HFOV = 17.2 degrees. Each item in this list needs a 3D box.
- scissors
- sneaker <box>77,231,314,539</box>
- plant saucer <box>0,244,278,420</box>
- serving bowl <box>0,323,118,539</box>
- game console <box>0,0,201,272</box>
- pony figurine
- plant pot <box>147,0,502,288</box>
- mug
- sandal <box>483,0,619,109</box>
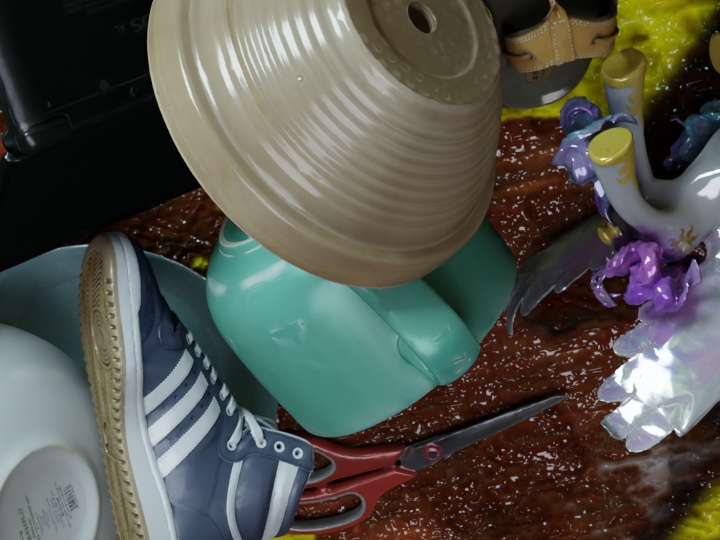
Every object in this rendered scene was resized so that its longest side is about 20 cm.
[{"bbox_3d":[0.034,0.117,1.438,0.199,0.014,0.073,-11,117,9],"label":"scissors"},{"bbox_3d":[-0.088,0.067,1.306,0.108,0.070,0.201,-13,107,-19],"label":"sneaker"},{"bbox_3d":[-0.146,0.063,1.401,0.200,0.039,0.202,2,121,3],"label":"plant saucer"},{"bbox_3d":[-0.195,0.132,1.305,0.066,0.200,0.201,8,127,36],"label":"serving bowl"},{"bbox_3d":[-0.129,-0.113,1.232,0.116,0.200,0.177,-10,102,51],"label":"game console"},{"bbox_3d":[0.168,-0.024,1.266,0.193,0.167,0.200,-32,136,-7],"label":"pony figurine"},{"bbox_3d":[0.004,-0.100,1.163,0.201,0.201,0.093,38,134,-18],"label":"plant pot"},{"bbox_3d":[0.001,-0.006,1.275,0.185,0.152,0.115,-18,120,47],"label":"mug"},{"bbox_3d":[0.095,-0.120,1.207,0.081,0.055,0.200,-10,159,-7],"label":"sandal"}]
